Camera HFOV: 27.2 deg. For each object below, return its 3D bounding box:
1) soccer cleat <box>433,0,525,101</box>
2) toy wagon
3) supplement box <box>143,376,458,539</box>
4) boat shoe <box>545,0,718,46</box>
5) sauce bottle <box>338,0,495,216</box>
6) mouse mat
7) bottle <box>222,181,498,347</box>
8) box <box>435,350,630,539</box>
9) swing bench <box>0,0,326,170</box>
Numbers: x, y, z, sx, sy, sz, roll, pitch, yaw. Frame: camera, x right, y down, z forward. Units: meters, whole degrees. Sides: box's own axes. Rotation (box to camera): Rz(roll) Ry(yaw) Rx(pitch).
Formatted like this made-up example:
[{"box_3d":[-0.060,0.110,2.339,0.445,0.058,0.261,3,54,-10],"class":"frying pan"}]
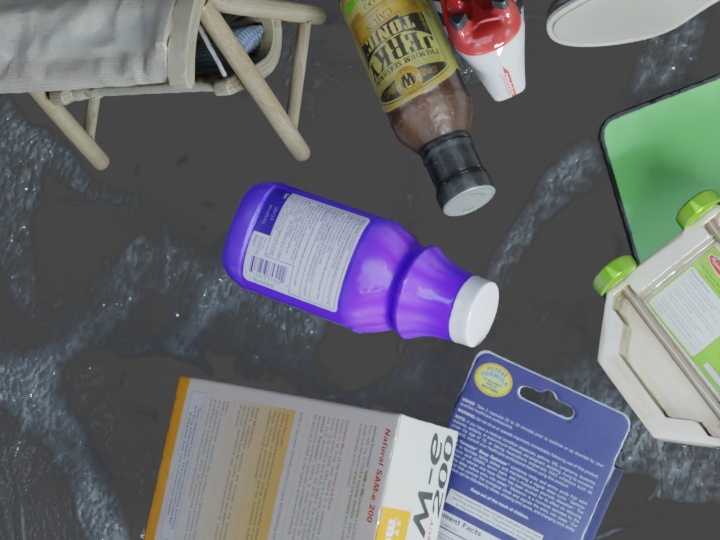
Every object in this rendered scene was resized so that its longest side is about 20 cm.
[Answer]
[{"box_3d":[0.078,-0.205,1.063,0.068,0.085,0.201,-20,48,7],"class":"soccer cleat"},{"box_3d":[0.249,0.023,0.942,0.200,0.040,0.156,-39,67,12],"class":"toy wagon"},{"box_3d":[-0.043,0.150,1.013,0.199,0.073,0.127,7,81,38],"class":"supplement box"},{"box_3d":[0.217,-0.209,1.005,0.199,0.067,0.057,-20,55,14],"class":"boat shoe"},{"box_3d":[0.042,-0.135,1.063,0.064,0.065,0.201,-29,68,15],"class":"sauce bottle"},{"box_3d":[0.253,-0.036,0.977,0.160,0.008,0.201,-19,71,20],"class":"mouse mat"},{"box_3d":[0.000,0.000,1.050,0.199,0.065,0.084,19,87,26],"class":"bottle"},{"box_3d":[0.093,0.167,0.989,0.121,0.032,0.201,24,91,27],"class":"box"},{"box_3d":[-0.158,-0.162,1.082,0.198,0.200,0.131,1,79,24],"class":"swing bench"}]
